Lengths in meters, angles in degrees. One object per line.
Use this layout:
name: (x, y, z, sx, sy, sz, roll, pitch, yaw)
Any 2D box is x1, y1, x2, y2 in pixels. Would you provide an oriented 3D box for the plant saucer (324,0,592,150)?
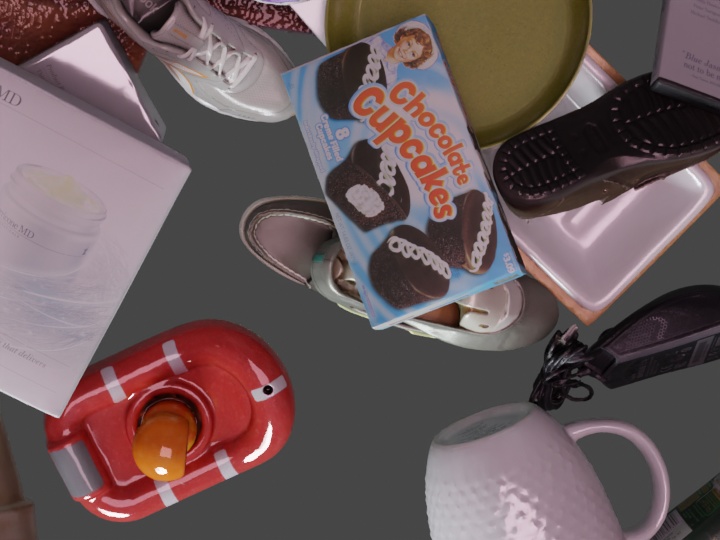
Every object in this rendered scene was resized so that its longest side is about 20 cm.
plant saucer: (0.073, -0.184, 1.250, 0.200, 0.031, 0.200, -1, 86, 13)

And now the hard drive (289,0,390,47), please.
hard drive: (0.013, -0.278, 1.283, 0.200, 0.026, 0.132, -41, 103, 5)

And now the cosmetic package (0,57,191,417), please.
cosmetic package: (-0.252, -0.036, 1.185, 0.199, 0.123, 0.200, 27, 91, -10)

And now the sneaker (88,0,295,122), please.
sneaker: (-0.125, -0.171, 1.258, 0.200, 0.092, 0.076, 34, 97, -18)

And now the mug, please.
mug: (0.151, 0.192, 1.346, 0.200, 0.148, 0.176, -22, 98, -5)

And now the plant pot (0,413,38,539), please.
plant pot: (-0.350, 0.133, 1.279, 0.200, 0.200, 0.174, -3, 87, -4)

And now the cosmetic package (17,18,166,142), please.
cosmetic package: (-0.258, -0.099, 1.277, 0.200, 0.071, 0.102, -27, 103, 2)

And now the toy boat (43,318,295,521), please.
toy boat: (-0.147, 0.123, 1.308, 0.200, 0.131, 0.131, -25, 104, 1)

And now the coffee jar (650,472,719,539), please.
coffee jar: (0.333, 0.196, 1.391, 0.200, 0.085, 0.104, -44, 100, 7)

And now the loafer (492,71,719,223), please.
loafer: (0.186, -0.091, 1.246, 0.200, 0.071, 0.073, -16, 70, -10)

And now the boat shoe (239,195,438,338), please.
boat shoe: (0.001, -0.003, 1.328, 0.202, 0.060, 0.072, 22, 100, -10)

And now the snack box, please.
snack box: (0.031, -0.071, 1.218, 0.116, 0.037, 0.200, -22, 82, 11)

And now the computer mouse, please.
computer mouse: (0.229, 0.050, 1.345, 0.200, 0.139, 0.053, -14, 68, -7)

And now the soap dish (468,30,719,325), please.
soap dish: (0.160, -0.080, 1.314, 0.200, 0.081, 0.157, 42, 96, -13)

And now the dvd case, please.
dvd case: (0.296, -0.195, 1.269, 0.143, 0.018, 0.200, 18, 60, -9)

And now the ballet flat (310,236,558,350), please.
ballet flat: (0.061, 0.019, 1.276, 0.200, 0.064, 0.067, 13, 85, -10)

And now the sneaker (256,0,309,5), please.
sneaker: (-0.111, -0.253, 1.223, 0.200, 0.088, 0.081, 25, 99, 7)
